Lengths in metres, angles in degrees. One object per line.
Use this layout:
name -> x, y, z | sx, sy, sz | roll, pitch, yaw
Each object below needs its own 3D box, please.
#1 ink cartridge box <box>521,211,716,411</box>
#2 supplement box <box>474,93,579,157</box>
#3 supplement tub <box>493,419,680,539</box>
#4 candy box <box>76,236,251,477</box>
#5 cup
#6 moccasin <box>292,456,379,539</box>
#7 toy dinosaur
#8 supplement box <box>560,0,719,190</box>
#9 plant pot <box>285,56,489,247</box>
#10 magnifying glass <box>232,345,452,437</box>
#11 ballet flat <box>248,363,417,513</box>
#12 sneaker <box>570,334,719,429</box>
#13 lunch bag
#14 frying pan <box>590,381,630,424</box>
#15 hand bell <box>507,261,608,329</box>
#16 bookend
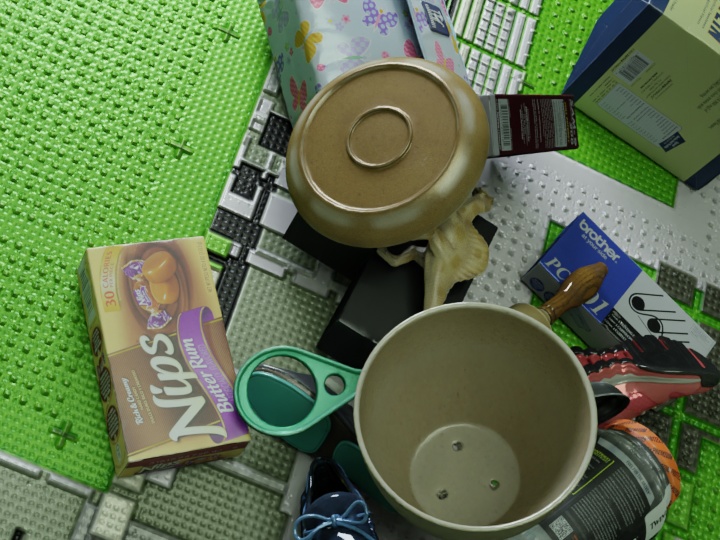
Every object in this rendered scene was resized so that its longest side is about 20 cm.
ink cartridge box -> 0.273, 0.043, 1.419 | 0.200, 0.044, 0.094 | 45, 58, 2
supplement box -> 0.131, -0.143, 1.355 | 0.199, 0.108, 0.062 | -11, 96, -58
supplement tub -> 0.202, 0.231, 1.262 | 0.199, 0.123, 0.123 | -31, 81, -29
candy box -> -0.180, 0.076, 1.218 | 0.115, 0.057, 0.202 | -6, 69, -25
cup -> 0.092, 0.150, 1.147 | 0.197, 0.144, 0.203 | 0, 60, 0
moccasin -> -0.027, 0.220, 1.141 | 0.079, 0.200, 0.069 | -14, 107, -11
toy dinosaur -> 0.071, -0.017, 1.249 | 0.100, 0.058, 0.202 | 27, 63, -8
supplement box -> 0.367, -0.230, 1.488 | 0.199, 0.200, 0.135 | 33, 60, -6
plant pot -> 0.020, -0.117, 1.242 | 0.197, 0.028, 0.203 | -7, 63, 14
magnifying glass -> -0.015, 0.102, 1.203 | 0.197, 0.022, 0.081 | -5, 79, -11
ballet flat -> -0.020, 0.147, 1.250 | 0.199, 0.073, 0.073 | 37, 59, 4
sneaker -> 0.260, 0.121, 1.351 | 0.197, 0.088, 0.074 | -3, 27, -6
lunch bag -> 0.014, -0.241, 1.397 | 0.198, 0.127, 0.172 | -9, 77, -28
frying pan -> 0.171, 0.151, 1.287 | 0.114, 0.189, 0.031 | 11, 55, -48
hand bell -> 0.185, 0.040, 1.326 | 0.104, 0.104, 0.199 | 50, 50, 6
bookend -> 0.000, 0.000, 1.303 | 0.197, 0.092, 0.201 | 31, 61, -5
